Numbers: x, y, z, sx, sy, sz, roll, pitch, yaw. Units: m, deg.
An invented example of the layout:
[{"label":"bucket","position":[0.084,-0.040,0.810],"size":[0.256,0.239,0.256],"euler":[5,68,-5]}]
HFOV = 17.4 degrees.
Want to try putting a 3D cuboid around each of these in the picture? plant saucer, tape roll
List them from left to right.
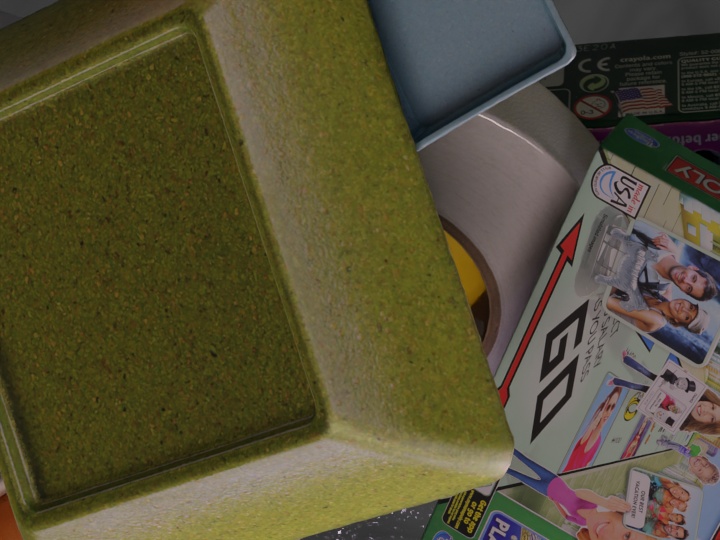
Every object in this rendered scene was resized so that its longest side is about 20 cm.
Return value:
[{"label":"plant saucer","position":[-0.069,0.000,0.770],"size":[0.199,0.048,0.200],"euler":[-20,87,34]},{"label":"plant saucer","position":[0.000,-0.140,0.743],"size":[0.070,0.019,0.200],"euler":[-29,83,27]},{"label":"tape roll","position":[0.000,0.000,0.854],"size":[0.202,0.037,0.203],"euler":[6,131,6]}]

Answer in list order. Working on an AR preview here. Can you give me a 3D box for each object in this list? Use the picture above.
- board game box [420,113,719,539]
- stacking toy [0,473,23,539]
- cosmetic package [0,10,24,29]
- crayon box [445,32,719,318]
[{"label":"board game box","position":[0.110,0.060,0.809],"size":[0.134,0.029,0.200],"euler":[30,128,12]},{"label":"stacking toy","position":[-0.115,0.186,0.990],"size":[0.146,0.200,0.146],"euler":[3,130,4]},{"label":"cosmetic package","position":[-0.108,-0.014,0.918],"size":[0.200,0.052,0.151],"euler":[17,127,-8]},{"label":"crayon box","position":[0.135,-0.005,0.892],"size":[0.199,0.058,0.173],"euler":[-3,131,10]}]
